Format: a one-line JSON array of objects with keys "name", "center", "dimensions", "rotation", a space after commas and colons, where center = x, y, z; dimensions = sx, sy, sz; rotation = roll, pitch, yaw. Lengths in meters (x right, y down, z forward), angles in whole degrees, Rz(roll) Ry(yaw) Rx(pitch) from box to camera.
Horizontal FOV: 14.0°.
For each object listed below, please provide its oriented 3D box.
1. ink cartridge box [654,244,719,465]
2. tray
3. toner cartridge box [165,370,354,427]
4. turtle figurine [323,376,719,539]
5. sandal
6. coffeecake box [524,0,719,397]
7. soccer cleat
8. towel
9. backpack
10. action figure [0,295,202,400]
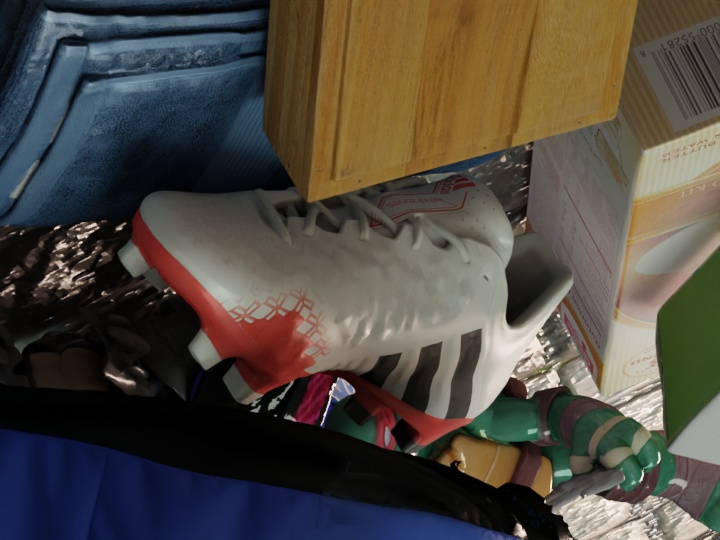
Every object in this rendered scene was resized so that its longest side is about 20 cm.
[{"name": "ink cartridge box", "center": [0.188, -0.002, 0.936], "dimensions": [0.103, 0.059, 0.200], "rotation": [15, 142, -19]}, {"name": "tray", "center": [0.031, -0.109, 0.756], "dimensions": [0.098, 0.037, 0.200], "rotation": [-16, 140, -19]}, {"name": "toner cartridge box", "center": [-0.092, 0.084, 1.099], "dimensions": [0.200, 0.043, 0.095], "rotation": [-29, 158, 10]}, {"name": "turtle figurine", "center": [0.048, 0.082, 1.053], "dimensions": [0.200, 0.101, 0.150], "rotation": [16, 135, -44]}, {"name": "sandal", "center": [-0.030, 0.046, 0.991], "dimensions": [0.075, 0.045, 0.200], "rotation": [-55, 168, -58]}, {"name": "coffeecake box", "center": [0.142, -0.050, 1.005], "dimensions": [0.153, 0.073, 0.200], "rotation": [-22, 157, -9]}, {"name": "soccer cleat", "center": [0.000, 0.000, 0.877], "dimensions": [0.085, 0.069, 0.200], "rotation": [-45, 151, 10]}, {"name": "towel", "center": [-0.027, -0.055, 0.861], "dimensions": [0.199, 0.049, 0.112], "rotation": [-9, 153, -33]}, {"name": "backpack", "center": [-0.036, 0.124, 0.860], "dimensions": [0.199, 0.169, 0.162], "rotation": [3, 175, 26]}, {"name": "action figure", "center": [-0.134, 0.057, 0.979], "dimensions": [0.200, 0.070, 0.130], "rotation": [-28, 150, 0]}]
